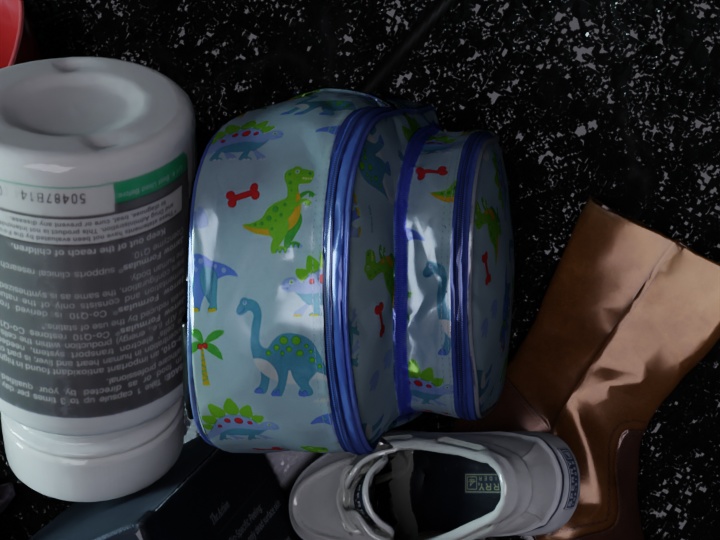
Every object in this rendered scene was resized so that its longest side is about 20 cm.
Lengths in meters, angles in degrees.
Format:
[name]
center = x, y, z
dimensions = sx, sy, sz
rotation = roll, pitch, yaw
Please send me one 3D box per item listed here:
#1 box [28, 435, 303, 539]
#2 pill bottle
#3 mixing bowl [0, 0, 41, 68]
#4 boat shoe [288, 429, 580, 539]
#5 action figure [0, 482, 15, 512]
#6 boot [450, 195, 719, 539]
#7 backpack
[box]
center = -0.091, 0.211, 0.729
dimensions = 0.117, 0.197, 0.201
rotation = -25, 93, 13
[pill bottle]
center = -0.135, 0.008, 0.668
dimensions = 0.112, 0.113, 0.201
rotation = 8, 123, 8
[mixing bowl]
center = -0.246, -0.072, 0.742
dimensions = 0.199, 0.109, 0.201
rotation = -10, 57, 15
[boat shoe]
center = 0.020, 0.116, 0.724
dimensions = 0.199, 0.065, 0.074
rotation = -21, 71, 43
[action figure]
center = -0.278, 0.107, 0.754
dimensions = 0.069, 0.131, 0.200
rotation = -28, 132, 9
[boot]
center = 0.157, 0.088, 0.748
dimensions = 0.188, 0.068, 0.201
rotation = 34, 97, 16
[backpack]
center = 0.000, 0.000, 0.676
dimensions = 0.146, 0.200, 0.185
rotation = 1, 97, 18
